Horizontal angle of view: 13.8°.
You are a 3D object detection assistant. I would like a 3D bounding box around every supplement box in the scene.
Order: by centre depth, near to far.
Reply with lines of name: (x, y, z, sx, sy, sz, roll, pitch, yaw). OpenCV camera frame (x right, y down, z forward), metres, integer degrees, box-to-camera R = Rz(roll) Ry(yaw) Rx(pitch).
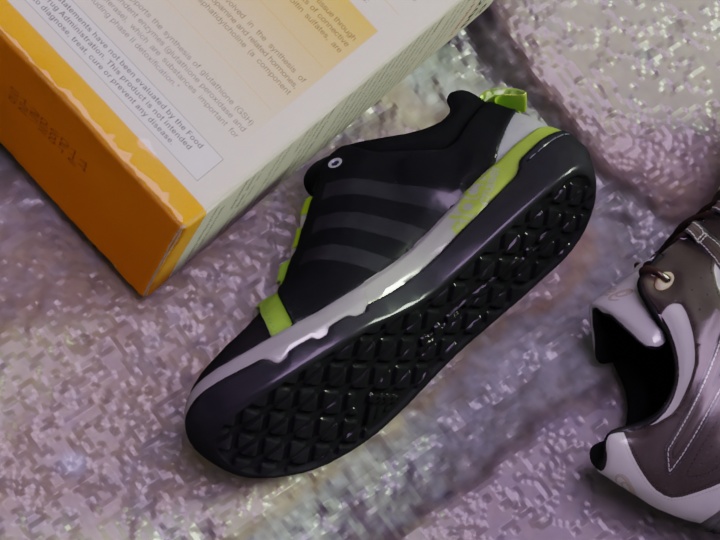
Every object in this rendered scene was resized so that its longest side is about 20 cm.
supplement box: (-0.047, -0.103, 1.116, 0.126, 0.074, 0.200, 47, 63, 6)

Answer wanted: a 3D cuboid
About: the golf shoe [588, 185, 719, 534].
golf shoe: (0.137, 0.000, 1.127, 0.094, 0.078, 0.200, 14, 63, -9)

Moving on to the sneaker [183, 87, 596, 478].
sneaker: (0.000, 0.000, 1.104, 0.200, 0.072, 0.083, -36, 58, -27)
